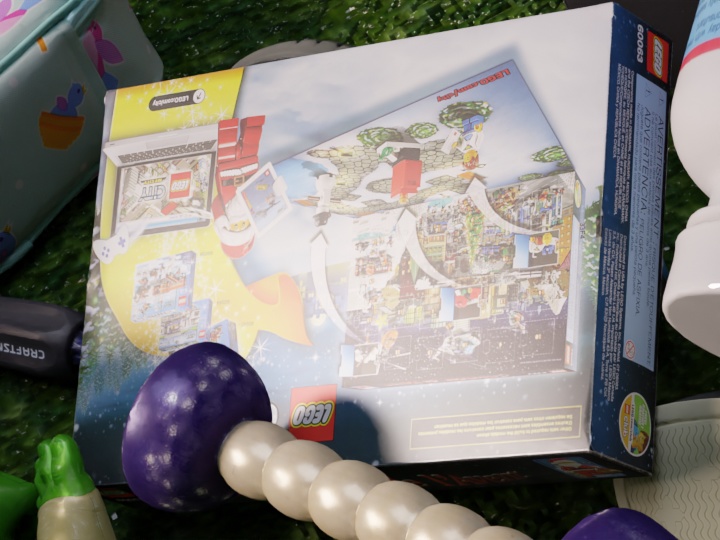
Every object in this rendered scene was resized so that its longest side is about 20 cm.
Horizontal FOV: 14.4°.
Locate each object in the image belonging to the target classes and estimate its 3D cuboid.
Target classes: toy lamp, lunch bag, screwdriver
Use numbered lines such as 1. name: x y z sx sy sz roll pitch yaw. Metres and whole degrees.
1. toy lamp: 0.022 0.073 0.783 0.200 0.058 0.058 24 59 38
2. lunch bag: -0.188 -0.052 1.073 0.160 0.077 0.200 22 58 39
3. screwdriver: -0.064 0.036 0.963 0.200 0.028 0.029 14 84 34

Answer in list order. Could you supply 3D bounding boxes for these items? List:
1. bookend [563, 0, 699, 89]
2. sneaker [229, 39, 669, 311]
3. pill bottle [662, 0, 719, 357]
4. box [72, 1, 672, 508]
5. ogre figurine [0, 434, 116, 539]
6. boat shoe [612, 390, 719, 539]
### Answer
1. bookend: 0.150 -0.089 0.945 0.198 0.092 0.200 -8 45 19
2. sneaker: 0.007 -0.016 0.949 0.082 0.073 0.200 -44 44 -19
3. pill bottle: 0.149 -0.071 0.788 0.109 0.109 0.200 9 73 32
4. box: 0.000 0.000 0.888 0.200 0.038 0.137 -6 72 36
5. ogre figurine: -0.109 0.123 0.846 0.120 0.098 0.200 -23 53 -27
6. boat shoe: 0.165 0.069 0.807 0.200 0.072 0.068 3 11 36
